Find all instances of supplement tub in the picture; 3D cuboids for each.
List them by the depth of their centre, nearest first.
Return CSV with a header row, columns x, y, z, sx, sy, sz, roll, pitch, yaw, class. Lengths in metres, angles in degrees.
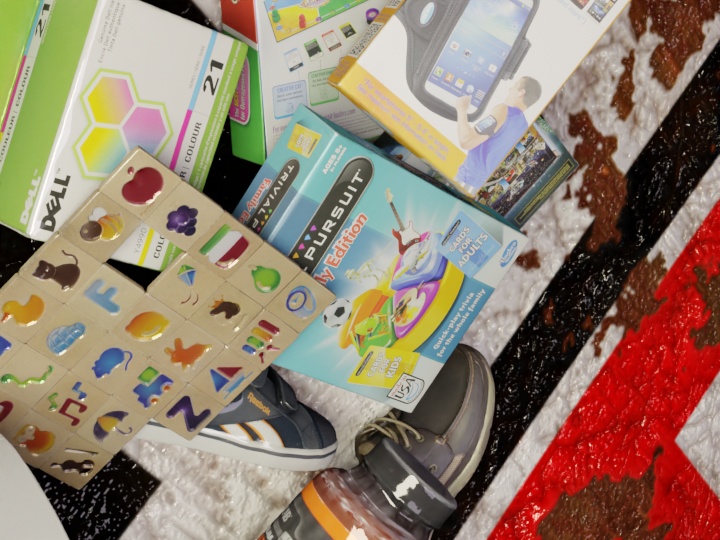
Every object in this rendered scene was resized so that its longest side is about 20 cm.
x,y,z,sx,sy,sz,roll,pitch,yaw,class
-0.024,0.212,0.945,0.200,0.107,0.107,-48,130,2,supplement tub

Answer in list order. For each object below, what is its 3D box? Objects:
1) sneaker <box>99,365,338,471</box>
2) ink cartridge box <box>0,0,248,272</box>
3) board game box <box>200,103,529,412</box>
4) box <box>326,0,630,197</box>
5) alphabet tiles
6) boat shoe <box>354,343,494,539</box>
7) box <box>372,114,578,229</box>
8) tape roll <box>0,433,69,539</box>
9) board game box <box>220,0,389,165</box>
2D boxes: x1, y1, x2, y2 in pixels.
x,y,z,sx,sy,sz,roll,pitch,yaw,class
-0.085,0.079,0.898,0.200,0.078,0.080,18,98,-40,sneaker
-0.181,-0.093,0.764,0.200,0.076,0.148,15,94,-43,ink cartridge box
0.000,0.000,0.890,0.200,0.047,0.151,24,103,-44,board game box
0.087,-0.161,0.870,0.119,0.041,0.200,37,94,-17,box
-0.137,0.043,0.797,0.200,0.008,0.167,-44,127,10,alphabet tiles
0.036,0.145,1.024,0.073,0.074,0.200,28,85,-42,boat shoe
0.050,-0.045,0.958,0.200,0.038,0.137,-47,137,0,box
-0.212,0.181,0.745,0.066,0.200,0.201,-24,118,-32,tape roll
-0.019,-0.183,0.893,0.153,0.040,0.200,-17,114,-35,board game box
